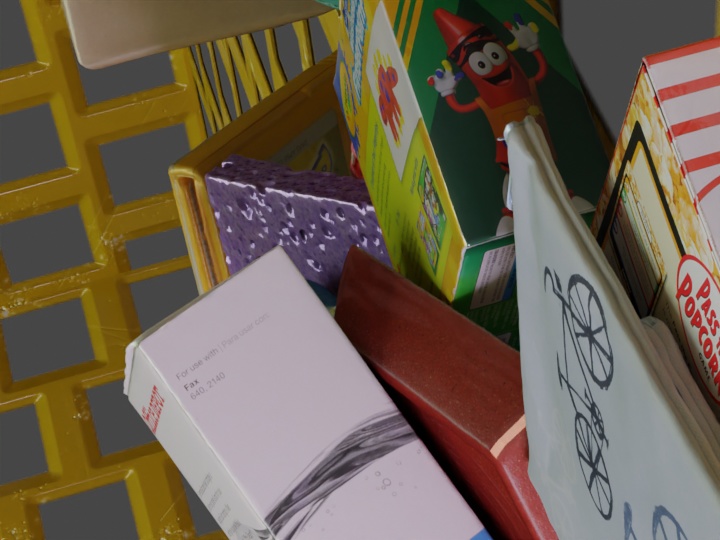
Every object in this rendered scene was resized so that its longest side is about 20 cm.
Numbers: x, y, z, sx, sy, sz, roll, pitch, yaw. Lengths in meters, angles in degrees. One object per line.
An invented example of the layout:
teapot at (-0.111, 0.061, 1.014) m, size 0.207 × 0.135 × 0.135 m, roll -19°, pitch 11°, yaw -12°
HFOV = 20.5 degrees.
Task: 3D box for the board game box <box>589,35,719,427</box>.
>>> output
board game box at (0.118, 0.037, 0.627) m, size 0.200 × 0.046 × 0.152 m, roll 93°, pitch 161°, yaw -70°

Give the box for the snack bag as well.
snack bag at (0.091, 0.077, 0.647) m, size 0.201 × 0.021 × 0.189 m, roll -114°, pitch 11°, yaw -45°

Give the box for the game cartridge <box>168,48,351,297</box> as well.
game cartridge at (-0.035, -0.030, 1.285) m, size 0.032 × 0.200 × 0.177 m, roll 9°, pitch 123°, yaw 36°

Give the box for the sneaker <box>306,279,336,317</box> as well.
sneaker at (0.027, 0.031, 1.065) m, size 0.200 × 0.079 × 0.131 m, roll 46°, pitch 115°, yaw 45°

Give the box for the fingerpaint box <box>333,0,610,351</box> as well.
fingerpaint box at (0.046, -0.061, 0.892) m, size 0.200 × 0.073 × 0.168 m, roll 95°, pitch 158°, yaw -70°

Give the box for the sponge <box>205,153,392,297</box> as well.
sponge at (0.000, 0.000, 1.140) m, size 0.199 × 0.030 × 0.112 m, roll 12°, pitch 127°, yaw 39°

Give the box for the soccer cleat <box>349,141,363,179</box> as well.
soccer cleat at (0.018, -0.045, 1.158) m, size 0.067 × 0.076 × 0.201 m, roll -114°, pitch 10°, yaw -52°

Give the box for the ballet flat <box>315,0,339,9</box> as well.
ballet flat at (-0.038, -0.211, 1.226) m, size 0.200 × 0.072 × 0.072 m, roll 21°, pitch 135°, yaw 40°

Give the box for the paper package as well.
paper package at (-0.121, -0.254, 1.347) m, size 0.103 × 0.189 × 0.202 m, roll -69°, pitch -34°, yaw -81°

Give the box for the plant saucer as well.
plant saucer at (0.064, 0.101, 0.880) m, size 0.200 × 0.037 × 0.200 m, roll 35°, pitch 156°, yaw 59°

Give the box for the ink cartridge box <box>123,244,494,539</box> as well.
ink cartridge box at (-0.018, 0.104, 0.913) m, size 0.201 × 0.086 × 0.146 m, roll 55°, pitch 167°, yaw 6°
